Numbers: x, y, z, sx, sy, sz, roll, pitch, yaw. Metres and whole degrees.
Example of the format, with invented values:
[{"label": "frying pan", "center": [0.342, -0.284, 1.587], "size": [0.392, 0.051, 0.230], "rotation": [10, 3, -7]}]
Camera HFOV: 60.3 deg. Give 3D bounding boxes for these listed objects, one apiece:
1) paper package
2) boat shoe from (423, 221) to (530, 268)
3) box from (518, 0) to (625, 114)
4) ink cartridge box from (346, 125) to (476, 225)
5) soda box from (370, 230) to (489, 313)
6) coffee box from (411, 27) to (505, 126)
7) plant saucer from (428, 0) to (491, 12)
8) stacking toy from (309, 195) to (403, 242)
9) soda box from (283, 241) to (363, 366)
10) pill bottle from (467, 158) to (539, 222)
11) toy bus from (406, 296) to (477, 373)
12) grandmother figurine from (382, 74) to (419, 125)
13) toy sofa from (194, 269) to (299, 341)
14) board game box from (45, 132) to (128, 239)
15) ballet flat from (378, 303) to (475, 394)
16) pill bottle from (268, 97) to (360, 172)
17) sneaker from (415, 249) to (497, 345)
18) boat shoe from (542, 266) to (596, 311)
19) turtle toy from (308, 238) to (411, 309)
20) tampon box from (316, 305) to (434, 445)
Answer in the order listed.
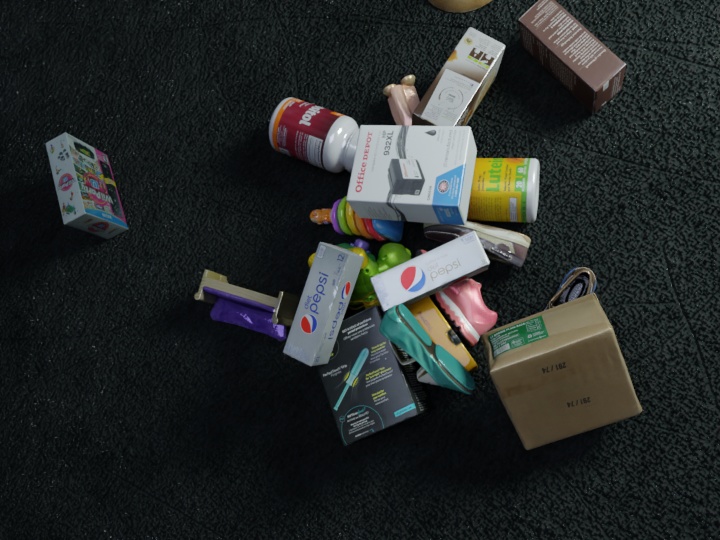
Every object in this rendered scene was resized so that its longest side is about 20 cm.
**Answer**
[{"label": "paper package", "center": [0.319, 0.163, 0.995], "size": [0.198, 0.104, 0.192], "rotation": [-22, 115, 14]}, {"label": "boat shoe", "center": [0.206, -0.049, 1.132], "size": [0.197, 0.072, 0.066], "rotation": [11, 80, 14]}, {"label": "box", "center": [0.377, -0.388, 1.113], "size": [0.075, 0.100, 0.201], "rotation": [-39, 72, 9]}, {"label": "ink cartridge box", "center": [0.088, -0.165, 1.064], "size": [0.197, 0.084, 0.147], "rotation": [6, 75, 20]}, {"label": "soda box", "center": [0.120, 0.005, 1.072], "size": [0.198, 0.068, 0.064], "rotation": [-24, 79, 5]}, {"label": "coffee box", "center": [0.175, -0.321, 1.136], "size": [0.079, 0.115, 0.201], "rotation": [31, 78, 10]}, {"label": "plant saucer", "center": [0.208, -0.621, 1.243], "size": [0.197, 0.035, 0.204], "rotation": [-3, 80, 18]}, {"label": "stacking toy", "center": [-0.018, -0.109, 1.210], "size": [0.197, 0.116, 0.112], "rotation": [-2, 77, 30]}, {"label": "soda box", "center": [-0.063, 0.058, 1.065], "size": [0.063, 0.068, 0.203], "rotation": [20, 95, 23]}, {"label": "pill bottle", "center": [0.218, -0.146, 1.120], "size": [0.197, 0.111, 0.113], "rotation": [4, 82, 19]}, {"label": "toy bus", "center": [0.130, 0.108, 1.125], "size": [0.065, 0.078, 0.201], "rotation": [-36, 72, 4]}, {"label": "grandmother figurine", "center": [0.101, -0.274, 1.212], "size": [0.120, 0.060, 0.203], "rotation": [-26, 71, 22]}, {"label": "toy sofa", "center": [-0.232, 0.072, 1.253], "size": [0.197, 0.083, 0.099], "rotation": [15, 85, 20]}, {"label": "board game box", "center": [-0.613, -0.185, 1.391], "size": [0.063, 0.147, 0.203], "rotation": [-23, 75, 11]}, {"label": "ballet flat", "center": [0.106, 0.145, 1.046], "size": [0.070, 0.067, 0.200], "rotation": [-41, 97, 23]}, {"label": "pill bottle", "center": [-0.075, -0.264, 1.240], "size": [0.198, 0.113, 0.114], "rotation": [23, 89, 20]}, {"label": "sneaker", "center": [0.174, 0.036, 1.139], "size": [0.086, 0.074, 0.201], "rotation": [-33, 76, -4]}, {"label": "boat shoe", "center": [0.339, 0.083, 1.062], "size": [0.071, 0.072, 0.202], "rotation": [24, 90, 20]}, {"label": "turtle toy", "center": [0.000, 0.000, 1.168], "size": [0.197, 0.147, 0.102], "rotation": [-7, 39, 17]}, {"label": "tampon box", "center": [0.020, 0.188, 1.125], "size": [0.148, 0.126, 0.203], "rotation": [-25, 74, 14]}]
